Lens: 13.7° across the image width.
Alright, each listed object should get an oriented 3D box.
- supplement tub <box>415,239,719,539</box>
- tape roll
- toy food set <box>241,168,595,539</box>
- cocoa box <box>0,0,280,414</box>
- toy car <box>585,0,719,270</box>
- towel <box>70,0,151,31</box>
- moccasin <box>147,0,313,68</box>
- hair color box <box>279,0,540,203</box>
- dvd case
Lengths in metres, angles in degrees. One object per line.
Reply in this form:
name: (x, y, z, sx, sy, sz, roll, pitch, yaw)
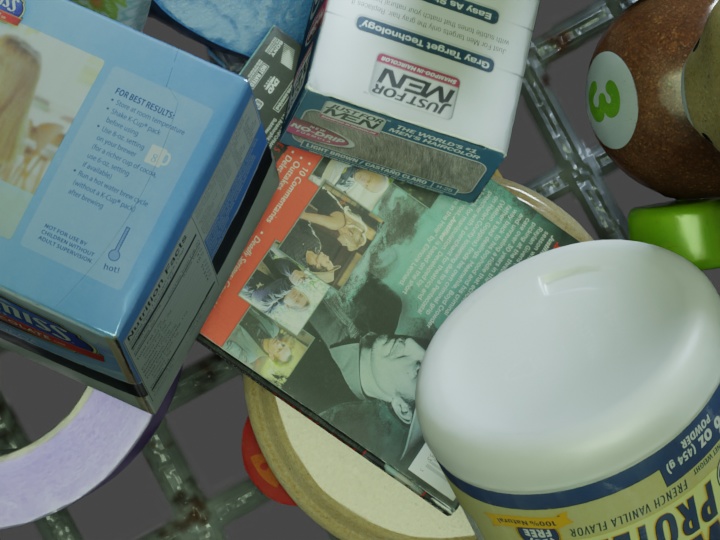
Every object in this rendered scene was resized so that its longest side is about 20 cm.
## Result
supplement tub: (0.122, 0.101, 1.356, 0.144, 0.145, 0.200, -27, 126, 1)
tape roll: (-0.184, 0.024, 1.448, 0.199, 0.085, 0.201, 0, 90, 1)
toy food set: (0.035, 0.047, 1.461, 0.200, 0.049, 0.198, 37, 90, 1)
cocoa box: (-0.156, -0.047, 1.327, 0.200, 0.131, 0.134, 24, 76, 11)
toy car: (0.167, -0.081, 1.311, 0.157, 0.200, 0.165, -6, 93, 13)
towel: (-0.176, -0.156, 1.401, 0.171, 0.200, 0.048, 26, 58, 1)
moccasin: (-0.100, -0.165, 1.458, 0.200, 0.068, 0.081, 35, 83, 0)
hair color box: (0.034, -0.142, 1.411, 0.100, 0.061, 0.200, 18, 63, -8)
dvd case: (0.000, 0.000, 1.408, 0.200, 0.022, 0.146, 34, 78, -2)
